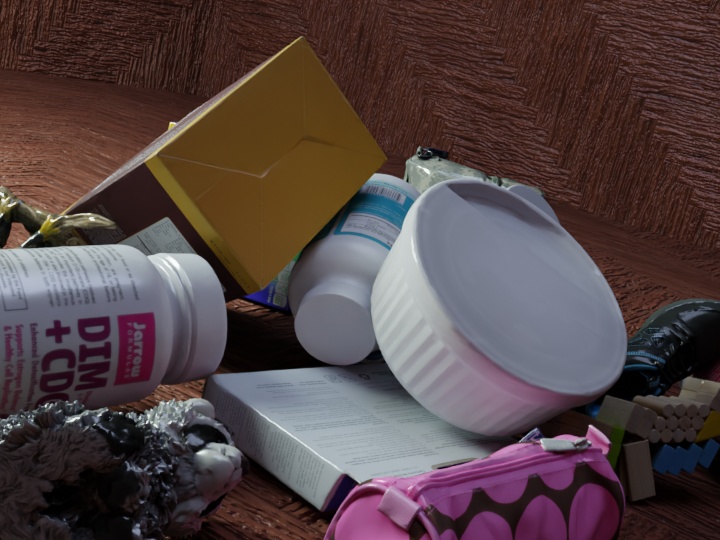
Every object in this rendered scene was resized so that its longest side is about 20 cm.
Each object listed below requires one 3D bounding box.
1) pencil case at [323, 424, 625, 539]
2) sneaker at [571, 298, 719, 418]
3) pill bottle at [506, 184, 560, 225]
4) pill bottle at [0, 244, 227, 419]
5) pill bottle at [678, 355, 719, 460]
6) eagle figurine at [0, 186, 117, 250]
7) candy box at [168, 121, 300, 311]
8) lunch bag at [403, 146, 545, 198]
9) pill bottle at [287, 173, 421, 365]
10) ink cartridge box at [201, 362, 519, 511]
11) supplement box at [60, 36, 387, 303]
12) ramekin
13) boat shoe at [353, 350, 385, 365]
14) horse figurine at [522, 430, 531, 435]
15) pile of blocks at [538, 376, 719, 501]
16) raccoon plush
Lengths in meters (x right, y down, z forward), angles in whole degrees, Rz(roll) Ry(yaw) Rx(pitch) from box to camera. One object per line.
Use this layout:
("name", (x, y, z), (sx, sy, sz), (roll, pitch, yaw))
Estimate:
("pencil case", (0.073, 0.145, 0.548), (0.199, 0.094, 0.091), (-3, 38, -46))
("sneaker", (0.267, 0.089, 0.854), (0.199, 0.074, 0.082), (-23, 16, -10))
("pill bottle", (0.106, -0.004, 0.960), (0.111, 0.112, 0.200), (2, -27, -41))
("pill bottle", (-0.200, 0.040, 0.643), (0.199, 0.114, 0.113), (-5, 21, -39))
("pill bottle", (0.371, 0.130, 0.886), (0.112, 0.113, 0.200), (13, 13, -2))
("eagle figurine", (-0.319, 0.007, 0.743), (0.151, 0.151, 0.200), (-26, 20, 45))
("candy box", (-0.136, -0.065, 1.071), (0.199, 0.170, 0.077), (17, 10, 20))
("lunch bag", (0.114, -0.030, 1.111), (0.167, 0.201, 0.139), (15, 12, 2))
("pill bottle", (0.000, 0.000, 0.841), (0.110, 0.111, 0.200), (15, 32, 6))
("ink cartridge box", (0.016, 0.127, 0.692), (0.196, 0.044, 0.200), (3, 18, -45))
("supplement box", (-0.124, -0.072, 0.837), (0.199, 0.133, 0.197), (-19, 24, 48))
("ramekin", (0.099, 0.034, 0.723), (0.201, 0.094, 0.203), (21, 43, -21))
("boat shoe", (-0.012, 0.039, 0.952), (0.072, 0.073, 0.201), (19, 33, -20))
("horse figurine", (0.091, 0.104, 0.855), (0.132, 0.050, 0.200), (10, 14, -42))
("pile of blocks", (0.228, 0.138, 0.777), (0.199, 0.083, 0.062), (-6, 3, -15))
("raccoon plush", (-0.163, 0.102, 0.522), (0.199, 0.097, 0.134), (15, 5, 9))
